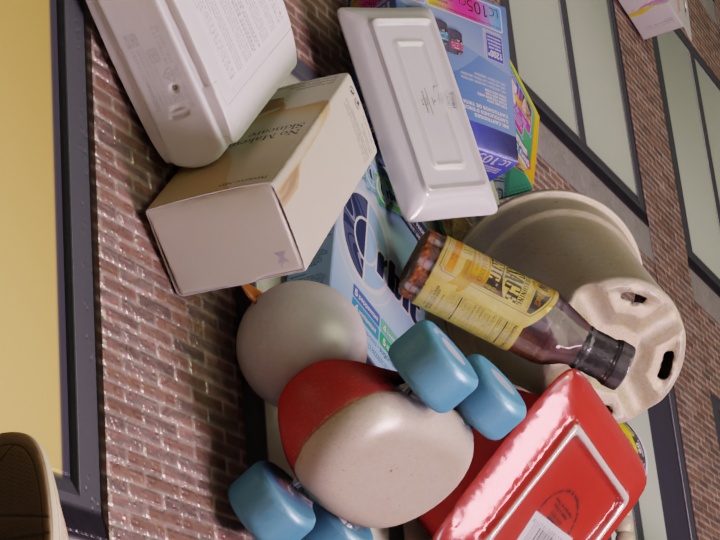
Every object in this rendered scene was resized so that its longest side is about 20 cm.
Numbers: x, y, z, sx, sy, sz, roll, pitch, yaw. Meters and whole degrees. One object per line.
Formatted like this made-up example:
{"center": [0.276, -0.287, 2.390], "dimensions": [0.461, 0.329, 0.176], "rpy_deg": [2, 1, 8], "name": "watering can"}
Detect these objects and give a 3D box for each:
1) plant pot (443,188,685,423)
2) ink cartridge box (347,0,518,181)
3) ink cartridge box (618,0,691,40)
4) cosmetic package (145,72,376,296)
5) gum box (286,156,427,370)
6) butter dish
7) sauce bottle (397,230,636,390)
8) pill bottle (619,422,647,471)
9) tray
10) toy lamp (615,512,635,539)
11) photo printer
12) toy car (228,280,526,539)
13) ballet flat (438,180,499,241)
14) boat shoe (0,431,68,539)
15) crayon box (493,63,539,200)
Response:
{"center": [0.195, 0.045, 1.640], "dimensions": [0.201, 0.200, 0.183], "rpy_deg": [66, -7, -21], "name": "plant pot"}
{"center": [0.066, -0.158, 1.655], "dimensions": [0.136, 0.076, 0.200], "rpy_deg": [15, 61, -32], "name": "ink cartridge box"}
{"center": [0.415, -0.420, 2.671], "dimensions": [0.200, 0.067, 0.117], "rpy_deg": [44, 38, -49], "name": "ink cartridge box"}
{"center": [-0.067, -0.065, 1.321], "dimensions": [0.200, 0.105, 0.071], "rpy_deg": [-63, 137, -59], "name": "cosmetic package"}
{"center": [0.000, 0.000, 1.509], "dimensions": [0.170, 0.044, 0.200], "rpy_deg": [52, 33, -44], "name": "gum box"}
{"center": [0.118, 0.182, 1.556], "dimensions": [0.200, 0.148, 0.200], "rpy_deg": [-51, 136, -12], "name": "butter dish"}
{"center": [0.130, 0.035, 1.506], "dimensions": [0.200, 0.066, 0.066], "rpy_deg": [26, 37, -5], "name": "sauce bottle"}
{"center": [0.193, 0.185, 1.744], "dimensions": [0.200, 0.114, 0.115], "rpy_deg": [12, 66, -64], "name": "pill bottle"}
{"center": [0.054, -0.140, 1.571], "dimensions": [0.107, 0.022, 0.200], "rpy_deg": [-6, 73, -39], "name": "tray"}
{"center": [0.285, 0.317, 1.943], "dimensions": [0.058, 0.058, 0.200], "rpy_deg": [44, 39, -50], "name": "toy lamp"}
{"center": [-0.116, -0.187, 1.329], "dimensions": [0.167, 0.069, 0.200], "rpy_deg": [66, 24, -21], "name": "photo printer"}
{"center": [-0.020, 0.077, 1.321], "dimensions": [0.200, 0.184, 0.177], "rpy_deg": [54, 12, 31], "name": "toy car"}
{"center": [0.089, -0.088, 1.737], "dimensions": [0.200, 0.071, 0.071], "rpy_deg": [64, 25, -22], "name": "ballet flat"}
{"center": [-0.178, 0.187, 0.969], "dimensions": [0.065, 0.072, 0.201], "rpy_deg": [33, 48, -69], "name": "boat shoe"}
{"center": [0.117, -0.182, 1.865], "dimensions": [0.200, 0.058, 0.119], "rpy_deg": [57, 29, -36], "name": "crayon box"}
